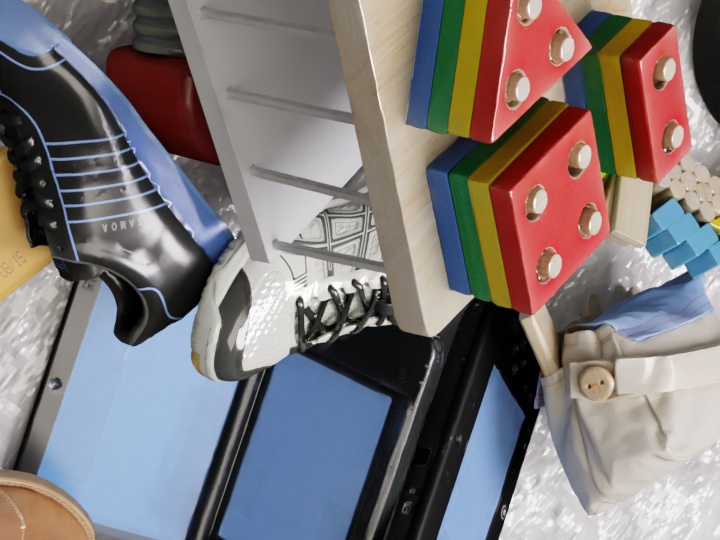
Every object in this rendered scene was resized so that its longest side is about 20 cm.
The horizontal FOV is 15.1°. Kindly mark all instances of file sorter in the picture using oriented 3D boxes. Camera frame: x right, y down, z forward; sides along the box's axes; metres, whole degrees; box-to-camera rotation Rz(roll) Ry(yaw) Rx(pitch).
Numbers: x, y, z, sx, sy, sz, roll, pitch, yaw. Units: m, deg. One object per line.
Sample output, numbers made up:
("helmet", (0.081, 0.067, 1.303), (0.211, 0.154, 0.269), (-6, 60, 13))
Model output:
("file sorter", (0.008, -0.113, 1.298), (0.139, 0.124, 0.201), (-48, 137, -36))

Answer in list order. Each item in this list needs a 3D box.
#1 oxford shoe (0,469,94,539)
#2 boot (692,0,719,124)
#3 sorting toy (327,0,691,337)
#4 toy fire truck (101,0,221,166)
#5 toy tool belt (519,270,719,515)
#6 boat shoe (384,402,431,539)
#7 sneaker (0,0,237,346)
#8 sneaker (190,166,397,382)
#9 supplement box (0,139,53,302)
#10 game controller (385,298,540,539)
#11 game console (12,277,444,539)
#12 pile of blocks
("oxford shoe", (-0.203, 0.139, 1.380), (0.071, 0.072, 0.200), (-35, 148, 21))
("boot", (0.290, -0.108, 1.580), (0.173, 0.069, 0.201), (-22, 118, -17))
("sorting toy", (0.083, -0.099, 1.238), (0.200, 0.069, 0.200), (-44, 135, -38))
("toy fire truck", (-0.085, -0.135, 1.351), (0.199, 0.128, 0.177), (-10, 109, -44))
("toy tool belt", (0.162, 0.045, 1.527), (0.125, 0.200, 0.123), (-35, 85, 33))
("boat shoe", (-0.005, 0.160, 1.530), (0.072, 0.060, 0.203), (-23, 125, -61))
("sneaker", (-0.143, -0.049, 1.348), (0.078, 0.070, 0.200), (-46, 114, -14))
("sneaker", (0.000, 0.000, 1.399), (0.200, 0.087, 0.076), (-38, 147, -32))
("supplement box", (-0.208, -0.015, 1.406), (0.200, 0.069, 0.067), (-39, 112, -10))
("game controller", (0.060, 0.113, 1.500), (0.104, 0.042, 0.201), (50, 52, -46))
("game console", (-0.076, 0.093, 1.460), (0.116, 0.175, 0.201), (10, 101, -51))
("pile of blocks", (0.151, -0.034, 1.518), (0.199, 0.062, 0.082), (28, 56, -22))
